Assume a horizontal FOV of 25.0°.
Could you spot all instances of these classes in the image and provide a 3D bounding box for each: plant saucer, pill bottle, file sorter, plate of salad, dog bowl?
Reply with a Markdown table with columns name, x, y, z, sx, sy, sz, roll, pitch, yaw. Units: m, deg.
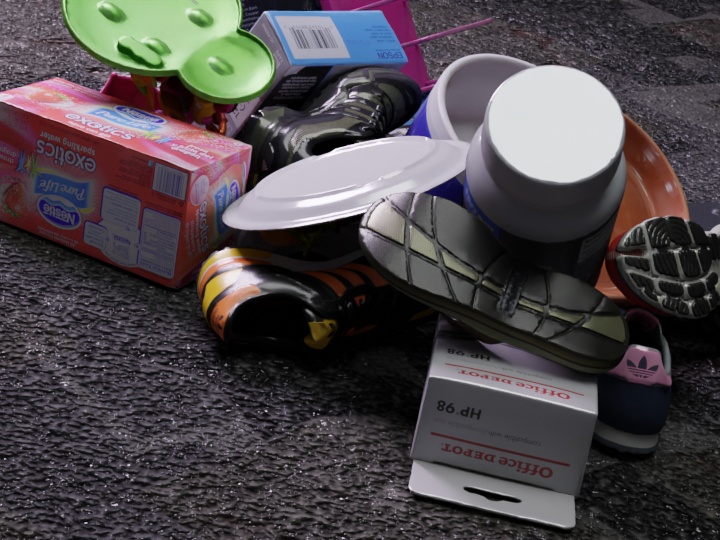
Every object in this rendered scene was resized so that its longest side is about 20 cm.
| name | x | y | z | sx | sy | sz | roll | pitch | yaw |
| --- | --- | --- | --- | --- | --- | --- | --- | --- | --- |
| plant saucer | 0.181 | -0.059 | 1.335 | 0.199 | 0.032 | 0.202 | 15 | 56 | -22 |
| pill bottle | 0.128 | -0.052 | 1.157 | 0.113 | 0.200 | 0.115 | 0 | 63 | 0 |
| file sorter | 0.049 | -0.279 | 1.652 | 0.125 | 0.201 | 0.139 | -11 | 9 | 37 |
| plate of salad | -0.006 | -0.057 | 1.222 | 0.199 | 0.048 | 0.200 | -14 | 15 | 4 |
| dog bowl | 0.138 | -0.092 | 1.424 | 0.199 | 0.079 | 0.201 | 19 | 44 | -19 |

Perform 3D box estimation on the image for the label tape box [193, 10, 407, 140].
| name | x | y | z | sx | sy | sz | roll | pitch | yaw |
| --- | --- | --- | --- | --- | --- | --- | --- | --- | --- |
| label tape box | -0.070 | -0.153 | 1.488 | 0.143 | 0.200 | 0.066 | -9 | 62 | -42 |

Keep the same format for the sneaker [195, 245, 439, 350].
| name | x | y | z | sx | sy | sz | roll | pitch | yaw |
| --- | --- | --- | --- | --- | --- | --- | --- | --- | --- |
| sneaker | -0.019 | 0.030 | 1.187 | 0.198 | 0.070 | 0.090 | 1 | 30 | -13 |

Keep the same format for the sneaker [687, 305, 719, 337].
| name | x | y | z | sx | sy | sz | roll | pitch | yaw |
| --- | --- | --- | --- | --- | --- | --- | --- | --- | --- |
| sneaker | 0.339 | 0.027 | 1.313 | 0.088 | 0.074 | 0.200 | -39 | 46 | -16 |

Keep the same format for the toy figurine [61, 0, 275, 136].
| name | x | y | z | sx | sy | sz | roll | pitch | yaw |
| --- | --- | --- | --- | --- | --- | --- | --- | --- | --- |
| toy figurine | -0.165 | -0.149 | 1.397 | 0.200 | 0.185 | 0.150 | 37 | 55 | 17 |

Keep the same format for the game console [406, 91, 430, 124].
| name | x | y | z | sx | sy | sz | roll | pitch | yaw |
| --- | --- | --- | --- | --- | --- | --- | --- | --- | --- |
| game console | 0.074 | -0.148 | 1.693 | 0.199 | 0.031 | 0.177 | 14 | 22 | 8 |

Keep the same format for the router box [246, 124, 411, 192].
| name | x | y | z | sx | sy | sz | roll | pitch | yaw |
| --- | --- | --- | --- | --- | --- | --- | --- | --- | --- |
| router box | 0.013 | -0.077 | 1.464 | 0.199 | 0.051 | 0.149 | -9 | 32 | -39 |

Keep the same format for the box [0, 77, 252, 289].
| name | x | y | z | sx | sy | sz | roll | pitch | yaw |
| --- | --- | --- | --- | --- | --- | --- | --- | --- | --- |
| box | -0.198 | -0.072 | 1.292 | 0.199 | 0.103 | 0.095 | 20 | 23 | 22 |

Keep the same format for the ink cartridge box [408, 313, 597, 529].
| name | x | y | z | sx | sy | sz | roll | pitch | yaw |
| --- | --- | --- | --- | --- | --- | --- | --- | --- | --- |
| ink cartridge box | 0.100 | 0.087 | 1.101 | 0.115 | 0.067 | 0.200 | 12 | 22 | 2 |

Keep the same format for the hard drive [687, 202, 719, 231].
| name | x | y | z | sx | sy | sz | roll | pitch | yaw |
| --- | --- | --- | --- | --- | --- | --- | --- | --- | --- |
| hard drive | 0.345 | -0.007 | 1.473 | 0.134 | 0.043 | 0.200 | -3 | 27 | -32 |

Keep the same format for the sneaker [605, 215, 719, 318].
| name | x | y | z | sx | sy | sz | roll | pitch | yaw |
| --- | --- | --- | --- | --- | --- | --- | --- | --- | --- |
| sneaker | 0.231 | 0.006 | 1.234 | 0.085 | 0.078 | 0.199 | -15 | -11 | 34 |

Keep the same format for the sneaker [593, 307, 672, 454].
| name | x | y | z | sx | sy | sz | roll | pitch | yaw |
| --- | --- | --- | --- | --- | --- | --- | --- | --- | --- |
| sneaker | 0.203 | 0.057 | 1.201 | 0.070 | 0.083 | 0.200 | 11 | 22 | -1 |

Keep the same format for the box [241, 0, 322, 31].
| name | x | y | z | sx | sy | sz | roll | pitch | yaw |
| --- | --- | --- | --- | --- | --- | --- | --- | --- | --- |
| box | -0.101 | -0.281 | 1.664 | 0.117 | 0.201 | 0.197 | -8 | 16 | 22 |

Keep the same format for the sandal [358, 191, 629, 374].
| name | x | y | z | sx | sy | sz | roll | pitch | yaw |
| --- | --- | --- | --- | --- | --- | --- | --- | --- | --- |
| sandal | 0.084 | 0.019 | 1.099 | 0.200 | 0.057 | 0.080 | 31 | 56 | 5 |

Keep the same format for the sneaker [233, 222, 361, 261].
| name | x | y | z | sx | sy | sz | roll | pitch | yaw |
| --- | --- | --- | --- | --- | --- | --- | --- | --- | --- |
| sneaker | 0.000 | 0.000 | 1.279 | 0.198 | 0.075 | 0.082 | 1 | 38 | -9 |

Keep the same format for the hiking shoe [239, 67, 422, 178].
| name | x | y | z | sx | sy | sz | roll | pitch | yaw |
| --- | --- | --- | --- | --- | --- | --- | --- | --- | --- |
| hiking shoe | -0.007 | -0.109 | 1.391 | 0.199 | 0.076 | 0.101 | -27 | 52 | -36 |
